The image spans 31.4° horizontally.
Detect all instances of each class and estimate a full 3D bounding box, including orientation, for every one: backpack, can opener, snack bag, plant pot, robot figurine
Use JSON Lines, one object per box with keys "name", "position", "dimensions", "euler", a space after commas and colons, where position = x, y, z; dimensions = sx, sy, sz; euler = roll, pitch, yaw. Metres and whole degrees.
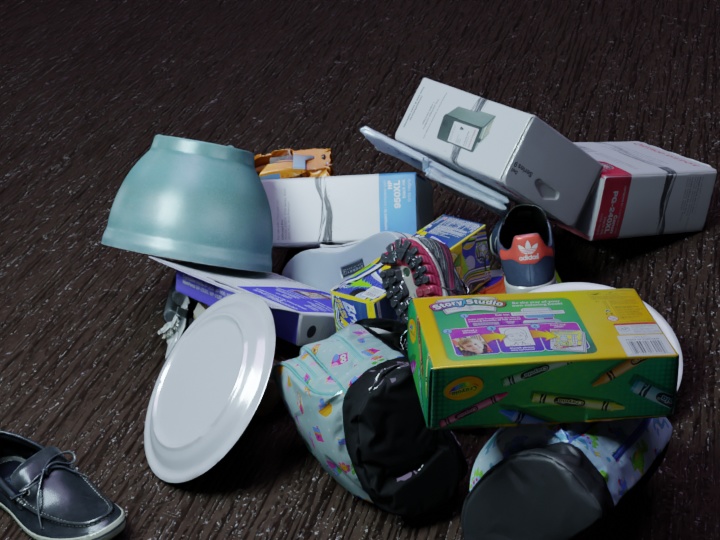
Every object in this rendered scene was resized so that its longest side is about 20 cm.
{"name": "backpack", "position": [0.003, 0.125, 1.192], "dimensions": [0.125, 0.169, 0.200], "euler": [-18, 22, -18]}
{"name": "can opener", "position": [-0.203, 0.046, 1.520], "dimensions": [0.066, 0.053, 0.201], "euler": [23, 24, -17]}
{"name": "snack bag", "position": [0.091, -0.115, 1.529], "dimensions": [0.198, 0.022, 0.189], "euler": [28, 4, 6]}
{"name": "backpack", "position": [0.181, 0.157, 1.089], "dimensions": [0.198, 0.163, 0.155], "euler": [-16, 69, -41]}
{"name": "plant pot", "position": [-0.189, -0.080, 1.475], "dimensions": [0.197, 0.136, 0.200], "euler": [10, 2, 0]}
{"name": "robot figurine", "position": [-0.129, -0.113, 1.721], "dimensions": [0.197, 0.145, 0.059], "euler": [-8, 63, 6]}

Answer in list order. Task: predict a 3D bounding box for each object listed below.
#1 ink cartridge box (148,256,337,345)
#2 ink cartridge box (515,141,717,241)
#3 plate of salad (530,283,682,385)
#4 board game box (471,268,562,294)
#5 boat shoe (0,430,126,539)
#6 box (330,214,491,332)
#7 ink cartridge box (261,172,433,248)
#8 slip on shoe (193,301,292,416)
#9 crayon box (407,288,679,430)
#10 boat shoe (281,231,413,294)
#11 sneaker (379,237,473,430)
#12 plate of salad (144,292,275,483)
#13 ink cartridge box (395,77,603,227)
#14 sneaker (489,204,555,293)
{"name": "ink cartridge box", "position": [-0.104, 0.036, 1.407], "dimensions": [0.197, 0.044, 0.199], "euler": [20, 7, 38]}
{"name": "ink cartridge box", "position": [0.313, -0.101, 1.570], "dimensions": [0.198, 0.085, 0.145], "euler": [-4, 22, -34]}
{"name": "plate of salad", "position": [0.221, 0.093, 1.286], "dimensions": [0.197, 0.048, 0.202], "euler": [-3, 47, 4]}
{"name": "board game box", "position": [0.131, 0.053, 1.411], "dimensions": [0.197, 0.045, 0.135], "euler": [-8, 27, -2]}
{"name": "boat shoe", "position": [-0.298, 0.205, 1.210], "dimensions": [0.199, 0.063, 0.074], "euler": [19, 35, 39]}
{"name": "box", "position": [0.057, 0.015, 1.375], "dimensions": [0.064, 0.071, 0.199], "euler": [14, 34, 39]}
{"name": "ink cartridge box", "position": [-0.016, -0.071, 1.587], "dimensions": [0.197, 0.086, 0.145], "euler": [-2, -2, 11]}
{"name": "slip on shoe", "position": [-0.132, 0.091, 1.384], "dimensions": [0.075, 0.061, 0.200], "euler": [13, 13, -37]}
{"name": "crayon box", "position": [0.143, 0.069, 1.034], "dimensions": [0.197, 0.059, 0.119], "euler": [-3, 25, -5]}
{"name": "boat shoe", "position": [0.000, -0.005, 1.502], "dimensions": [0.201, 0.076, 0.086], "euler": [-21, -11, 39]}
{"name": "sneaker", "position": [0.090, 0.059, 1.274], "dimensions": [0.074, 0.203, 0.080], "euler": [-6, -15, -46]}
{"name": "plate of salad", "position": [-0.144, 0.117, 1.264], "dimensions": [0.199, 0.048, 0.202], "euler": [-33, 40, 33]}
{"name": "ink cartridge box", "position": [0.160, -0.137, 1.481], "dimensions": [0.145, 0.085, 0.199], "euler": [26, 2, -41]}
{"name": "sneaker", "position": [0.183, -0.041, 1.433], "dimensions": [0.074, 0.086, 0.200], "euler": [-7, 21, 0]}
